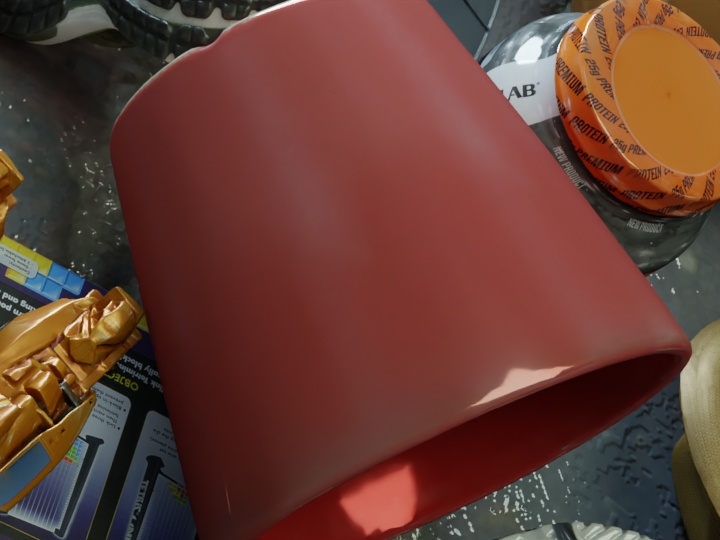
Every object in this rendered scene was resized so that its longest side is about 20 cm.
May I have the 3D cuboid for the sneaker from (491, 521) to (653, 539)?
[{"bbox_3d":[0.055,0.163,0.816,0.199,0.130,0.080,-5,66,-9],"label":"sneaker"}]

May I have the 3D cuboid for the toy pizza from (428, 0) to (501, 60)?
[{"bbox_3d":[0.020,-0.160,0.956,0.200,0.032,0.200,-39,137,-49],"label":"toy pizza"}]

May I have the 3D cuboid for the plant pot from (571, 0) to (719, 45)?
[{"bbox_3d":[0.204,-0.155,1.059,0.140,0.200,0.200,4,65,-17],"label":"plant pot"}]

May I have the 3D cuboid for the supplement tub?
[{"bbox_3d":[0.075,-0.036,0.890,0.122,0.200,0.123,16,60,-29],"label":"supplement tub"}]

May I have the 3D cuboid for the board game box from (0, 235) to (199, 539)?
[{"bbox_3d":[-0.132,0.084,0.777,0.200,0.057,0.166,30,56,-21],"label":"board game box"}]

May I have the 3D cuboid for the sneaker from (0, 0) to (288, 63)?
[{"bbox_3d":[-0.074,-0.125,0.849,0.089,0.200,0.077,4,98,-49],"label":"sneaker"}]

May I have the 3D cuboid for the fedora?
[{"bbox_3d":[0.219,0.120,0.988,0.200,0.082,0.201,22,48,-26],"label":"fedora"}]

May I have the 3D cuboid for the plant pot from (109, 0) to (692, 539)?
[{"bbox_3d":[0.000,0.000,0.761,0.200,0.200,0.178,-13,71,-39],"label":"plant pot"}]

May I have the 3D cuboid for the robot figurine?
[{"bbox_3d":[-0.173,0.048,0.689,0.145,0.058,0.200,48,50,-6],"label":"robot figurine"}]
